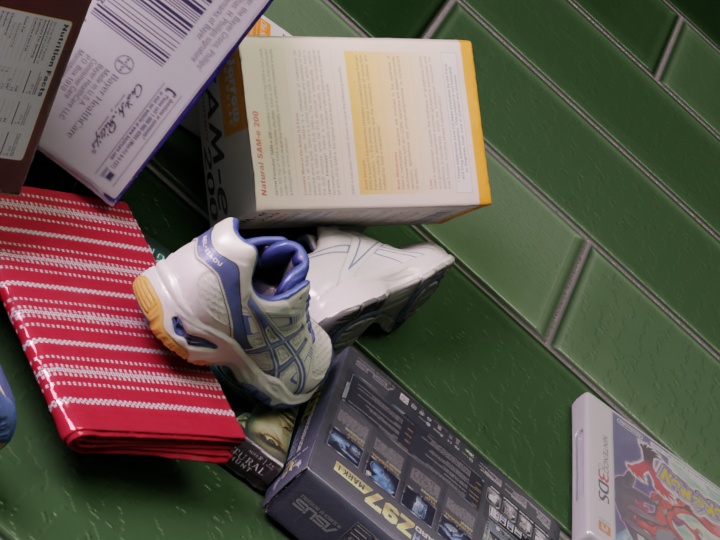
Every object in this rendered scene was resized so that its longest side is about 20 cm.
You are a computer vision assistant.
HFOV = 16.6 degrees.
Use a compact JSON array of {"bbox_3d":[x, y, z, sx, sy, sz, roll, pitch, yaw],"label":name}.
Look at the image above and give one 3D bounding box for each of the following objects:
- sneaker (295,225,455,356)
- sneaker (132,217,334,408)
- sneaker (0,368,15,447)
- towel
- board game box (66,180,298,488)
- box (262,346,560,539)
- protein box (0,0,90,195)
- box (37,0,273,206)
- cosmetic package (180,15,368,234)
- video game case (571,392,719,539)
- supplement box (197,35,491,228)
[{"bbox_3d":[0.000,0.000,1.767,0.087,0.075,0.200,46,25,14],"label":"sneaker"},{"bbox_3d":[-0.055,0.026,1.534,0.075,0.088,0.200,57,14,25],"label":"sneaker"},{"bbox_3d":[-0.255,0.015,1.363,0.200,0.075,0.088,46,26,2],"label":"sneaker"},{"bbox_3d":[-0.160,0.031,1.489,0.144,0.022,0.201,9,44,-48],"label":"towel"},{"bbox_3d":[-0.124,0.040,1.578,0.200,0.028,0.135,37,27,-14],"label":"board game box"},{"bbox_3d":[0.038,0.161,1.607,0.200,0.051,0.158,40,27,-11],"label":"box"},{"bbox_3d":[-0.300,-0.152,1.399,0.198,0.136,0.199,32,16,37],"label":"protein box"},{"bbox_3d":[-0.144,-0.161,1.614,0.105,0.184,0.200,37,9,-12],"label":"box"},{"bbox_3d":[-0.061,-0.121,1.852,0.200,0.071,0.102,34,28,-21],"label":"cosmetic package"},{"bbox_3d":[0.240,0.200,1.867,0.200,0.023,0.183,36,28,-16],"label":"video game case"},{"bbox_3d":[-0.013,-0.098,1.766,0.199,0.073,0.127,-1,81,-31],"label":"supplement box"}]
